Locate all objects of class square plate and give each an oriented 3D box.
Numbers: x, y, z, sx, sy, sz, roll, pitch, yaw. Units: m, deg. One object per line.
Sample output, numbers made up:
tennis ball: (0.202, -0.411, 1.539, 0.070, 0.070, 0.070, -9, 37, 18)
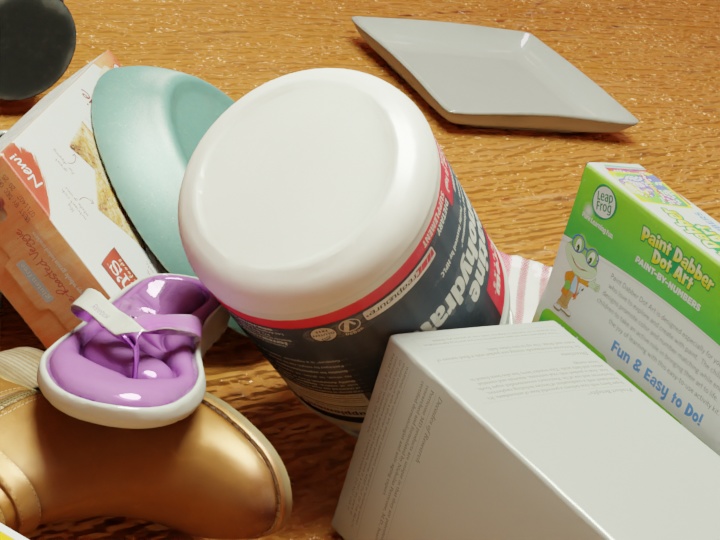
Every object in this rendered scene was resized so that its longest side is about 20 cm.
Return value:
square plate: (0.114, -0.168, 1.651, 0.198, 0.029, 0.198, 1, 29, -30)

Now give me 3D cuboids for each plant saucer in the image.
plant saucer: (-0.083, -0.049, 1.149, 0.200, 0.036, 0.201, 46, 24, -26)

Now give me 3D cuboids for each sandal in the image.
sandal: (-0.111, 0.026, 0.935, 0.082, 0.050, 0.203, 5, 15, 2)

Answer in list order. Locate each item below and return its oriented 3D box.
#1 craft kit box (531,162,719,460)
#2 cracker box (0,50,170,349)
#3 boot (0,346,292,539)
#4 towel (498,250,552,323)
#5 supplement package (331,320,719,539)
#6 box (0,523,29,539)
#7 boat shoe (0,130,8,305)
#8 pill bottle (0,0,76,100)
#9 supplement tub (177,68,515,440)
craft kit box: (0.159, 0.076, 0.979, 0.048, 0.199, 0.200, -4, 32, -35)
cracker box: (-0.155, -0.035, 1.103, 0.134, 0.057, 0.200, 53, 22, -13)
boot: (-0.147, 0.104, 0.890, 0.198, 0.074, 0.154, 15, 22, 25)
towel: (0.121, 0.029, 1.250, 0.198, 0.030, 0.147, 16, 26, -2)
supplement package: (0.098, 0.129, 0.923, 0.120, 0.121, 0.200, -3, 31, -38)
box: (-0.146, 0.172, 0.698, 0.199, 0.113, 0.101, 25, 26, 21)
boat shoe: (-0.227, -0.026, 1.104, 0.071, 0.069, 0.200, 17, 25, 2)
pill bottle: (-0.285, -0.205, 1.387, 0.111, 0.113, 0.200, -2, 30, -34)
supplement tub: (0.000, 0.000, 1.005, 0.140, 0.141, 0.200, 34, -12, 34)
